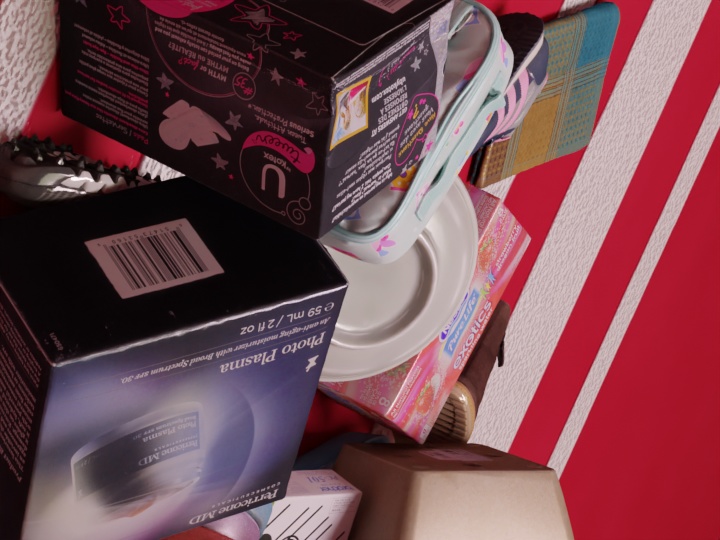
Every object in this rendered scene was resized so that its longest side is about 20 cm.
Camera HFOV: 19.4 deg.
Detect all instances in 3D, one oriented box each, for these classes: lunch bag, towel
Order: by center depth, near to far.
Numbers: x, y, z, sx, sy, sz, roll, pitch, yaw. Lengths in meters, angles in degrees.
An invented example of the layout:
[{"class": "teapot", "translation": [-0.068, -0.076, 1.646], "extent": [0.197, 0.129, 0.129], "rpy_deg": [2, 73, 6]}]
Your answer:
[{"class": "lunch bag", "translation": [0.008, -0.114, 1.443], "extent": [0.201, 0.160, 0.077], "rpy_deg": [-60, 155, -8]}, {"class": "towel", "translation": [0.166, -0.159, 1.879], "extent": [0.200, 0.022, 0.147], "rpy_deg": [-24, 132, -52]}]

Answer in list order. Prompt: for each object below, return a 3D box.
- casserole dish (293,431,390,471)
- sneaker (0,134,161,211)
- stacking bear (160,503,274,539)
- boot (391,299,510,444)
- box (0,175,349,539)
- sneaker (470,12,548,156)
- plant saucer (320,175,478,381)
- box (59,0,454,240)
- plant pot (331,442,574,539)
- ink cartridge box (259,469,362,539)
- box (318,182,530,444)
[{"class": "casserole dish", "translation": [-0.041, 0.201, 1.779], "extent": [0.200, 0.039, 0.122], "rpy_deg": [-23, 133, -54]}, {"class": "sneaker", "translation": [-0.168, -0.025, 1.290], "extent": [0.200, 0.066, 0.091], "rpy_deg": [17, 95, -67]}, {"class": "stacking bear", "translation": [-0.102, 0.129, 1.483], "extent": [0.113, 0.121, 0.201], "rpy_deg": [31, 54, -26]}, {"class": "boot", "translation": [0.086, 0.087, 1.860], "extent": [0.167, 0.072, 0.200], "rpy_deg": [-60, 177, -27]}, {"class": "box", "translation": [-0.134, 0.062, 1.264], "extent": [0.199, 0.123, 0.199], "rpy_deg": [-15, 141, -31]}, {"class": "sneaker", "translation": [0.097, -0.120, 1.711], "extent": [0.200, 0.070, 0.082], "rpy_deg": [-48, 142, -29]}, {"class": "plant saucer", "translation": [0.000, 0.000, 1.533], "extent": [0.199, 0.050, 0.201], "rpy_deg": [-9, 117, -17]}, {"class": "box", "translation": [-0.063, -0.126, 1.245], "extent": [0.132, 0.199, 0.115], "rpy_deg": [-38, 146, -43]}, {"class": "plant pot", "translation": [0.063, 0.236, 1.705], "extent": [0.199, 0.200, 0.178], "rpy_deg": [2, 94, -26]}, {"class": "ink cartridge box", "translation": [-0.095, 0.205, 1.602], "extent": [0.199, 0.044, 0.094], "rpy_deg": [2, 112, -43]}, {"class": "box", "translation": [0.044, 0.025, 1.719], "extent": [0.201, 0.094, 0.103], "rpy_deg": [-61, 154, -8]}]
